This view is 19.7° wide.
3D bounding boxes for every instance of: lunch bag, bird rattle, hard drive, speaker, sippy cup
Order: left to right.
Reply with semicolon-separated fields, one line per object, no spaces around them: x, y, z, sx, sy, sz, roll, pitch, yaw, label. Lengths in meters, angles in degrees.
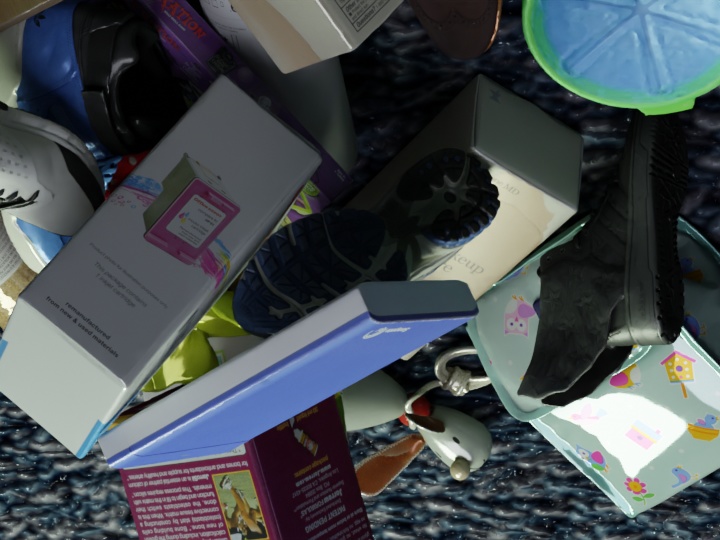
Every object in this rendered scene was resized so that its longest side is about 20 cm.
-0.123;-0.018;1.432;0.113;0.200;0.163;-40;158;32;bird rattle
-0.055;-0.143;1.335;0.081;0.081;0.200;-2;136;11;speaker
-0.042;0.062;1.231;0.200;0.025;0.132;-30;166;27;hard drive
0.191;0.055;1.483;0.200;0.122;0.170;43;132;-11;lunch bag
0.165;-0.187;1.218;0.139;0.131;0.178;17;136;-8;sippy cup

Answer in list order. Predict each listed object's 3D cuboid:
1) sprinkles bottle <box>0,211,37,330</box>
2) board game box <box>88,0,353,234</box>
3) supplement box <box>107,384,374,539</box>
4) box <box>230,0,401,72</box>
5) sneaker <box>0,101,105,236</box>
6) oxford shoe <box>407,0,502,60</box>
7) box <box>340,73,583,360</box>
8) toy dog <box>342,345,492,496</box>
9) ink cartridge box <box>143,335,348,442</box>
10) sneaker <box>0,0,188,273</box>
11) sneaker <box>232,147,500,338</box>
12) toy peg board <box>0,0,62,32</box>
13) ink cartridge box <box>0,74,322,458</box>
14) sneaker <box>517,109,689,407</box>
-0.280;-0.023;1.505;0.068;0.068;0.200;-20;130;27;sprinkles bottle
-0.100;-0.104;1.334;0.200;0.032;0.120;47;156;-3;board game box
-0.073;0.175;1.424;0.131;0.103;0.201;-10;98;37;supplement box
-0.055;-0.222;1.179;0.200;0.095;0.078;54;149;-16;box
-0.225;-0.062;1.207;0.074;0.080;0.200;-23;142;28;sneaker
0.044;-0.196;1.268;0.071;0.073;0.200;-6;135;14;oxford shoe
0.057;-0.034;1.435;0.095;0.078;0.200;28;133;-19;box
0.010;0.116;1.589;0.199;0.096;0.132;12;137;-4;toy dog
-0.084;0.113;1.515;0.076;0.200;0.148;19;139;-37;ink cartridge box
-0.163;-0.075;1.303;0.111;0.077;0.200;12;121;20;sneaker
0.000;0.000;1.308;0.077;0.200;0.085;56;148;12;sneaker
-0.293;-0.214;1.189;0.199;0.098;0.200;-23;88;20;toy peg board
-0.125;-0.002;1.256;0.085;0.200;0.145;40;151;0;ink cartridge box
0.159;-0.012;1.378;0.104;0.200;0.060;-7;163;34;sneaker
